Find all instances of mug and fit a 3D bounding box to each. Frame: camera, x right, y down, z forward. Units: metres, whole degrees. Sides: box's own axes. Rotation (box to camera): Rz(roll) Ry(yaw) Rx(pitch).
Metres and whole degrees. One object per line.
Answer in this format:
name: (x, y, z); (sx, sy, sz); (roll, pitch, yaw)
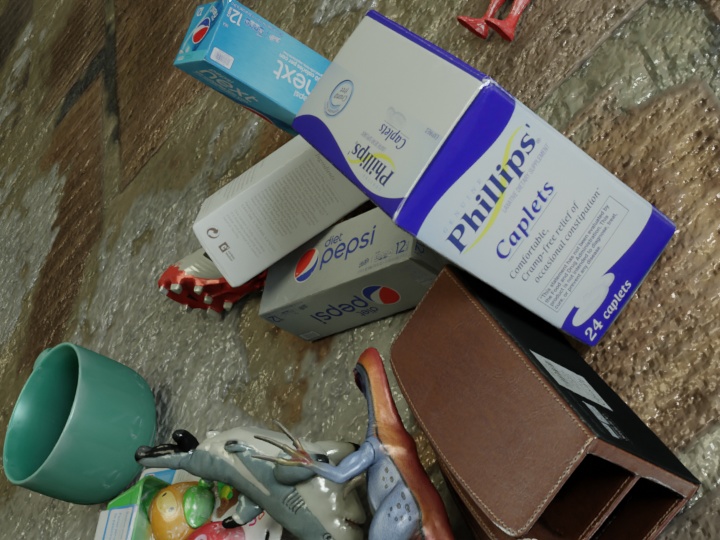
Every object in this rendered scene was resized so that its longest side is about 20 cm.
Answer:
mug: (-0.284, 0.153, 1.188); (0.152, 0.114, 0.186); (-31, 43, 38)

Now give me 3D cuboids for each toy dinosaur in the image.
toy dinosaur: (0.032, 0.147, 0.787); (0.199, 0.105, 0.183); (4, 79, 20)

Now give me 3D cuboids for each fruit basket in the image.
fruit basket: (-0.145, 0.239, 0.950); (0.199, 0.094, 0.186); (-21, 50, 41)

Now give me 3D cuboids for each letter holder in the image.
letter holder: (0.090, 0.116, 0.730); (0.142, 0.100, 0.200); (-55, 34, 13)

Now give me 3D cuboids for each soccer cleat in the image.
soccer cleat: (-0.130, -0.009, 1.150); (0.199, 0.069, 0.086); (-16, 45, 43)

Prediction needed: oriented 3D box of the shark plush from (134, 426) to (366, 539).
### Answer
shark plush: (-0.091, 0.168, 0.884); (0.091, 0.199, 0.084); (-1, -79, -83)

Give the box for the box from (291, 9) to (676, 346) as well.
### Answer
box: (0.081, -0.066, 0.779); (0.105, 0.200, 0.184); (-55, 34, 8)

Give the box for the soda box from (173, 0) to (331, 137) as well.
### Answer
soda box: (-0.069, -0.174, 1.057); (0.068, 0.199, 0.064); (7, 72, 55)

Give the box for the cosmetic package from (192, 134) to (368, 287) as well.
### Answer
cosmetic package: (-0.047, -0.077, 1.001); (0.199, 0.074, 0.102); (-32, 16, 9)

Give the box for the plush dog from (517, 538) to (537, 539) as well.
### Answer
plush dog: (0.117, 0.266, 0.582); (0.200, 0.160, 0.172); (-99, 29, -63)

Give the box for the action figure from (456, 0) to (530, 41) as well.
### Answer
action figure: (0.152, -0.303, 0.997); (0.065, 0.052, 0.201); (20, 81, 60)

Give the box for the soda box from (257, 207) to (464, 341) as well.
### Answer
soda box: (0.000, 0.000, 0.964); (0.200, 0.063, 0.069); (-22, 48, 45)
